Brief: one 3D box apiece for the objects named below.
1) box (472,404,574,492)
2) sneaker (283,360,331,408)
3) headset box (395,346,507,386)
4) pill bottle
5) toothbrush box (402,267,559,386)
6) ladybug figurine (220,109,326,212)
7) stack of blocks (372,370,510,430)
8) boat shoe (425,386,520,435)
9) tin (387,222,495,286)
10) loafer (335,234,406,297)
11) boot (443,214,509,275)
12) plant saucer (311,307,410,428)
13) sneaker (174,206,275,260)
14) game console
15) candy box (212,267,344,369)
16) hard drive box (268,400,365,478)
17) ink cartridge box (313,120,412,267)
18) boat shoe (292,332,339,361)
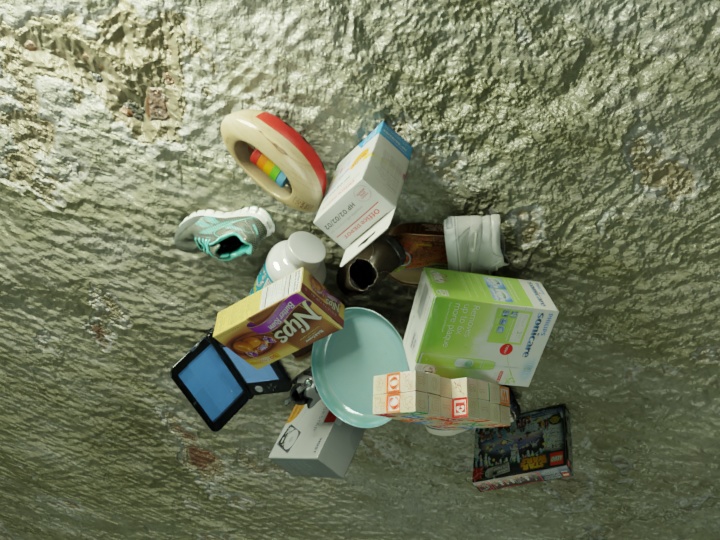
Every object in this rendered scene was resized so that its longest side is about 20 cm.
[{"bbox_3d":[0.318,0.352,1.313,0.198,0.138,0.040,-22,125,30],"label":"box"},{"bbox_3d":[-0.087,0.218,1.279,0.078,0.139,0.200,51,174,17],"label":"sneaker"},{"bbox_3d":[0.157,0.156,1.139,0.197,0.077,0.151,19,108,-17],"label":"headset box"},{"bbox_3d":[-0.129,0.024,1.178,0.109,0.112,0.201,26,131,-8],"label":"pill bottle"},{"bbox_3d":[0.179,0.089,1.018,0.196,0.087,0.148,7,120,-14],"label":"toothbrush box"},{"bbox_3d":[-0.123,-0.172,1.015,0.200,0.072,0.136,42,154,-4],"label":"ladybug figurine"},{"bbox_3d":[0.126,0.199,1.009,0.198,0.060,0.114,20,153,-40],"label":"stack of blocks"},{"bbox_3d":[0.210,0.262,1.320,0.197,0.075,0.094,-17,118,18],"label":"boat shoe"},{"bbox_3d":[0.130,-0.024,1.114,0.196,0.042,0.114,4,127,11],"label":"tin"},{"bbox_3d":[0.000,0.000,1.113,0.073,0.071,0.200,53,149,3],"label":"loafer"},{"bbox_3d":[0.188,0.000,1.047,0.094,0.074,0.202,-4,132,11],"label":"boot"},{"bbox_3d":[0.003,0.163,1.128,0.197,0.027,0.205,3,95,31],"label":"plant saucer"},{"bbox_3d":[-0.250,-0.056,1.157,0.196,0.092,0.078,-9,126,23],"label":"sneaker"},{"bbox_3d":[-0.264,0.227,1.385,0.168,0.119,0.202,-10,127,23],"label":"game console"},{"bbox_3d":[-0.137,0.085,1.121,0.198,0.057,0.117,-26,130,27],"label":"candy box"},{"bbox_3d":[-0.081,0.335,1.364,0.077,0.157,0.199,41,146,-21],"label":"hard drive box"},{"bbox_3d":[0.002,-0.113,0.962,0.068,0.202,0.115,38,129,-18],"label":"ink cartridge box"},{"bbox_3d":[-0.087,0.118,1.259,0.071,0.070,0.199,53,144,-3],"label":"boat shoe"}]
